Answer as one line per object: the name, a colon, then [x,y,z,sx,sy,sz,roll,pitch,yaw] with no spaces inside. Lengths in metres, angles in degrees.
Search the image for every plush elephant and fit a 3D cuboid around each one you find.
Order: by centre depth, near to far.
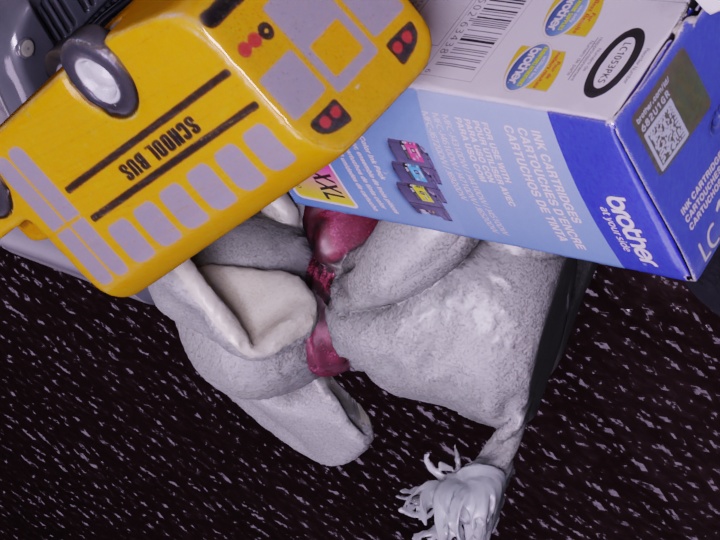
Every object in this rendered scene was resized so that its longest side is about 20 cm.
plush elephant: [0.000,0.000,0.985,0.154,0.201,0.165,15,157,11]

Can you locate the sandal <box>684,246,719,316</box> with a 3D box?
sandal: [0.205,0.043,0.992,0.199,0.043,0.076,26,153,21]

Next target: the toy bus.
toy bus: [-0.062,-0.049,0.841,0.078,0.065,0.200,46,149,-8]

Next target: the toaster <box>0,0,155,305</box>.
toaster: [-0.119,-0.071,1.130,0.129,0.114,0.201,15,146,45]

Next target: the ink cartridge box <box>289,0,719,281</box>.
ink cartridge box: [0.071,-0.078,0.848,0.199,0.137,0.077,11,146,42]

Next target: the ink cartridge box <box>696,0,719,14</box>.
ink cartridge box: [0.145,-0.158,0.610,0.083,0.147,0.200,43,153,-15]
